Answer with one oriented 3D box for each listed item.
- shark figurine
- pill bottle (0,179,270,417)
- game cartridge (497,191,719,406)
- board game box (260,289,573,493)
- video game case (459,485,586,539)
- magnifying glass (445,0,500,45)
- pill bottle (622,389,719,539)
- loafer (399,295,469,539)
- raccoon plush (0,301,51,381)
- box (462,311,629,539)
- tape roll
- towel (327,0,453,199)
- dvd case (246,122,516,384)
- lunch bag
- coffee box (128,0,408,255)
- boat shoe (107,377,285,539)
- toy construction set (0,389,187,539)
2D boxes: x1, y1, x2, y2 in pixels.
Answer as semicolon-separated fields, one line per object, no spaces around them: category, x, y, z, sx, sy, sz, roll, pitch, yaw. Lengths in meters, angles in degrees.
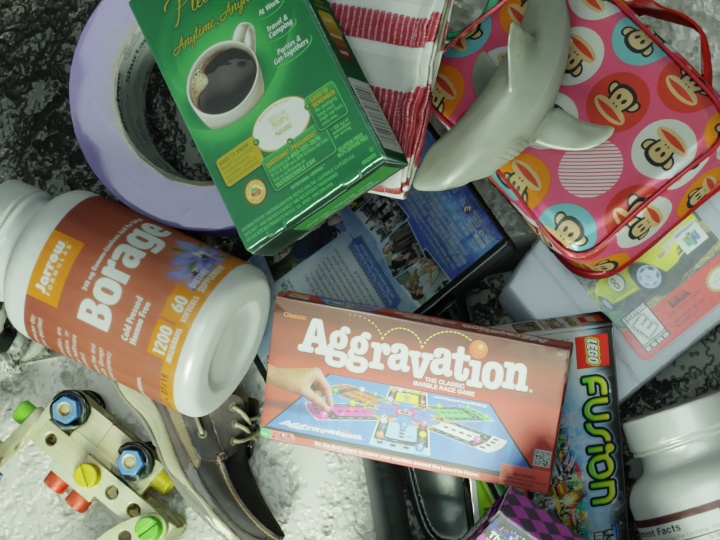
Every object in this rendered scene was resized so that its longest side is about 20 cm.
shark figurine;0.104;-0.159;1.325;0.128;0.090;0.215;2;72;22
pill bottle;-0.172;0.013;1.385;0.200;0.112;0.112;24;92;17
game cartridge;0.202;-0.006;1.411;0.200;0.041;0.133;-40;79;5
board game box;0.035;0.080;1.338;0.199;0.019;0.103;10;105;10
video game case;0.125;0.258;1.323;0.200;0.036;0.181;35;125;-3
magnifying glass;0.009;-0.217;1.455;0.200;0.022;0.080;16;91;10
pill bottle;0.250;0.184;1.357;0.113;0.113;0.200;-19;85;8
loafer;0.054;0.098;1.411;0.068;0.070;0.201;-6;87;7
raccoon plush;-0.324;0.075;1.483;0.200;0.134;0.097;-26;93;42
box;0.125;0.134;1.378;0.110;0.035;0.201;-8;103;-6
tape roll;-0.101;-0.125;1.437;0.199;0.085;0.201;0;88;10
towel;-0.011;-0.158;1.352;0.144;0.023;0.201;12;91;27
dvd case;0.000;0.000;1.406;0.200;0.018;0.143;-40;51;10
lunch bag;0.159;-0.114;1.375;0.176;0.082;0.200;-40;64;5
coffee box;-0.062;-0.126;1.339;0.123;0.044;0.200;-34;73;22
boat shoe;-0.110;0.111;1.435;0.073;0.074;0.200;-36;84;6
toy construction set;-0.209;0.163;1.446;0.200;0.092;0.131;37;94;-3
